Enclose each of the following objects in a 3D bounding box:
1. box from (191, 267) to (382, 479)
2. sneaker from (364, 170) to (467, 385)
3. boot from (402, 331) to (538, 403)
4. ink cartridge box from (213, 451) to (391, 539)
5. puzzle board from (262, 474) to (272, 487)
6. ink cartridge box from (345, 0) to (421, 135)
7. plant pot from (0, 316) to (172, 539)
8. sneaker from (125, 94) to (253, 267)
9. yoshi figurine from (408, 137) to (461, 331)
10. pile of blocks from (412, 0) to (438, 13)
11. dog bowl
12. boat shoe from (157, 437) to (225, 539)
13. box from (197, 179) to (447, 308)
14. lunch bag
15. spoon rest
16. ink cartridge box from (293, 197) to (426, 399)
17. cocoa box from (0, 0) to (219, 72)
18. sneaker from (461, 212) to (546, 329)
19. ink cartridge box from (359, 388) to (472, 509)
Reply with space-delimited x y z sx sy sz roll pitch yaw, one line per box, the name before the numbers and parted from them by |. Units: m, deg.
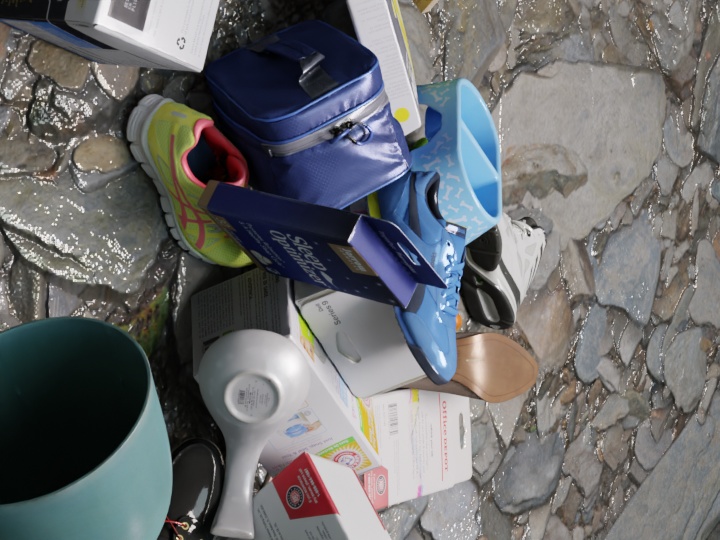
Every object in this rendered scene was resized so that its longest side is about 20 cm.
box | -0.069 0.105 1.723 0.113 0.101 0.200 -97 161 -49
sneaker | 0.065 0.002 1.657 0.066 0.078 0.200 38 35 -66
boot | 0.066 0.092 1.879 0.200 0.146 0.070 13 83 -45
ink cartridge box | -0.070 0.289 1.689 0.200 0.144 0.084 -42 143 17
puzzle board | -0.059 0.266 1.865 0.151 0.017 0.200 42 64 -46
ink cartridge box | 0.025 -0.213 1.766 0.198 0.047 0.200 -96 168 -62
plant pot | -0.245 0.165 1.493 0.201 0.200 0.161 -50 142 -32
sneaker | -0.133 -0.071 1.653 0.078 0.090 0.200 -57 136 -26
yoshi figurine | 0.067 -0.038 1.891 0.112 0.112 0.200 4 91 -44
pile of blocks | 0.094 -0.352 1.821 0.062 0.082 0.200 -25 144 -35
dog bowl | 0.096 -0.110 1.786 0.112 0.050 0.200 53 26 -35
boat shoe | -0.174 0.248 1.670 0.063 0.074 0.202 101 10 -78
box | -0.033 -0.020 1.581 0.121 0.200 0.032 48 61 -50
lunch bag | -0.050 -0.142 1.649 0.136 0.200 0.132 -29 120 -14
spoon rest | -0.103 0.141 1.640 0.061 0.099 0.200 -92 -168 -66
ink cartridge box | 0.000 0.000 1.750 0.200 0.087 0.145 -93 157 -49
cocoa box | -0.194 -0.278 1.505 0.133 0.131 0.200 20 82 -51
sneaker | 0.148 -0.043 2.025 0.115 0.076 0.201 -58 144 -38
ink cartridge box | 0.037 0.177 1.909 0.200 0.067 0.117 -5 95 -53
